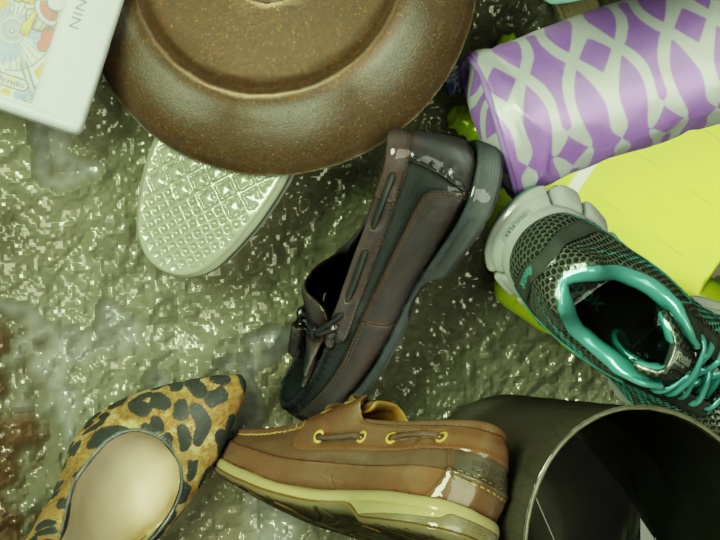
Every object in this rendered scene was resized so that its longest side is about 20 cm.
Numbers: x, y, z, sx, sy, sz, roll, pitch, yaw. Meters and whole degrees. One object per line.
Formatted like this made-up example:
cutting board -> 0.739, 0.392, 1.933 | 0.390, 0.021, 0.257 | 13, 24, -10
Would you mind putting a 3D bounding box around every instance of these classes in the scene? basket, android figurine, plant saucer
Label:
basket -> 0.110, 0.135, 1.495 | 0.136, 0.200, 0.181 | -28, 107, -15
android figurine -> 0.140, -0.046, 1.532 | 0.200, 0.041, 0.182 | 33, 92, -8
plant saucer -> -0.043, -0.148, 1.431 | 0.199, 0.037, 0.201 | -2, 78, 8

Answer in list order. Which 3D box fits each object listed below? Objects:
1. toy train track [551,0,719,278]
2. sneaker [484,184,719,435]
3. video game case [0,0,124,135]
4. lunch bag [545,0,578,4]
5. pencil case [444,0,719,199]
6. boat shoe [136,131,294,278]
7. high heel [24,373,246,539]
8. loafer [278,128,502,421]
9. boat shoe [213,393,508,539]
toy train track -> 0.150, -0.079, 1.568 | 0.114, 0.033, 0.201 | -31, 106, -13
sneaker -> 0.148, 0.041, 1.442 | 0.200, 0.091, 0.078 | 33, 100, -21
video game case -> -0.202, -0.183, 1.400 | 0.199, 0.023, 0.183 | 18, 87, -6
lunch bag -> 0.102, -0.227, 1.439 | 0.121, 0.200, 0.171 | -13, 101, -6
pencil case -> 0.148, -0.095, 1.469 | 0.199, 0.084, 0.086 | -17, 137, -3
boat shoe -> -0.051, -0.086, 1.471 | 0.074, 0.062, 0.201 | 21, 83, 13
high heel -> -0.118, 0.127, 1.442 | 0.200, 0.142, 0.072 | -40, 109, -10
loafer -> 0.000, 0.000, 1.469 | 0.063, 0.072, 0.200 | 21, 130, -18
boat shoe -> 0.004, 0.099, 1.461 | 0.072, 0.200, 0.068 | 28, 76, -37
